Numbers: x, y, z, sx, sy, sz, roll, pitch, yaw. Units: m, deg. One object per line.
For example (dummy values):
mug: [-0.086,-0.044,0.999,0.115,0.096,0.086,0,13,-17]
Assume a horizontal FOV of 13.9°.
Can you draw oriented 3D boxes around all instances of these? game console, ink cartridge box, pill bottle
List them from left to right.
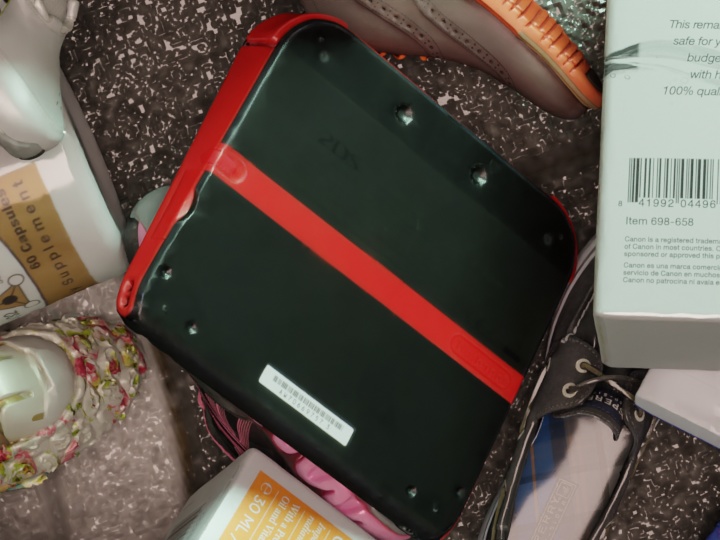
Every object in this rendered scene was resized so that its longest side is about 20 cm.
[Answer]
pill bottle: [-0.213,-0.016,1.331,0.200,0.114,0.114,-23,95,1]
game console: [0.000,0.000,1.319,0.200,0.031,0.177,38,67,-26]
ink cartridge box: [0.180,-0.061,1.312,0.144,0.084,0.200,2,73,7]

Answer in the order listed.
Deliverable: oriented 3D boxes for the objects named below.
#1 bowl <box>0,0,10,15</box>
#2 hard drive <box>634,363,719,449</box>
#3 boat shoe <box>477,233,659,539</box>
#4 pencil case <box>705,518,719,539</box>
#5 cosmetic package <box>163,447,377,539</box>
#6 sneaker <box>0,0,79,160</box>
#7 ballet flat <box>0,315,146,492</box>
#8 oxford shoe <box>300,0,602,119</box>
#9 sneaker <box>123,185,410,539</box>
bowl: [-0.236,-0.168,1.196,0.201,0.094,0.201,-2,75,7]
hard drive: [0.229,0.003,1.346,0.132,0.025,0.200,27,76,11]
boat shoe: [0.105,0.069,1.370,0.070,0.066,0.200,25,94,-3]
pencil case: [0.177,0.158,1.371,0.200,0.078,0.087,-50,130,2]
cosmetic package: [-0.006,0.184,1.324,0.200,0.071,0.101,37,53,-9]
sneaker: [-0.150,-0.144,1.263,0.087,0.075,0.200,-16,71,10]
ballet flat: [-0.186,0.071,1.337,0.200,0.064,0.076,-25,73,-16]
oxford shoe: [0.022,-0.121,1.357,0.200,0.071,0.073,36,102,4]
sneaker: [-0.052,0.049,1.345,0.200,0.095,0.079,54,53,-18]
